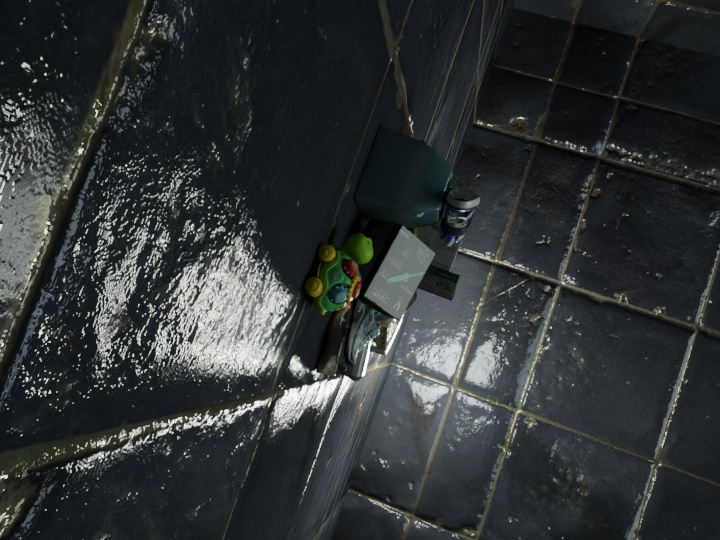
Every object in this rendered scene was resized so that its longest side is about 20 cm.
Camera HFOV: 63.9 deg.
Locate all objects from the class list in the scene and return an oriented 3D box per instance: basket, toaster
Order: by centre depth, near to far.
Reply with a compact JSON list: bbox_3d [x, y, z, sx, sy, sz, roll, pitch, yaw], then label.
[{"bbox_3d":[-0.027,0.235,1.666,0.200,0.113,0.130,16,90,-83],"label":"toaster"},{"bbox_3d":[0.057,0.153,1.887,0.200,0.135,0.124,-60,162,-48],"label":"basket"}]

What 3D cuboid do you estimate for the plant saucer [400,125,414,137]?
[{"bbox_3d":[0.119,-0.318,1.686,0.200,0.034,0.201,18,90,-79],"label":"plant saucer"}]

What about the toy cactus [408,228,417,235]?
[{"bbox_3d":[0.142,-0.185,1.610,0.102,0.164,0.201,-38,-111,60],"label":"toy cactus"}]

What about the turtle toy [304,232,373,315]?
[{"bbox_3d":[-0.041,0.006,1.253,0.146,0.101,0.201,73,37,-71],"label":"turtle toy"}]

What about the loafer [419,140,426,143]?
[{"bbox_3d":[0.182,-0.275,1.588,0.068,0.075,0.201,49,27,-47],"label":"loafer"}]

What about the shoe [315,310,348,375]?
[{"bbox_3d":[-0.064,0.188,1.557,0.070,0.053,0.201,4,105,-79],"label":"shoe"}]

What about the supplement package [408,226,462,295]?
[{"bbox_3d":[0.194,-0.033,1.709,0.200,0.155,0.111,95,19,-67],"label":"supplement package"}]

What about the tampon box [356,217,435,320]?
[{"bbox_3d":[0.062,-0.004,1.460,0.150,0.126,0.201,36,79,-38],"label":"tampon box"}]

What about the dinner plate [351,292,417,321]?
[{"bbox_3d":[0.066,0.083,1.684,0.200,0.199,0.024,-58,138,-51],"label":"dinner plate"}]

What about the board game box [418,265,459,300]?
[{"bbox_3d":[0.179,0.017,1.650,0.135,0.199,0.029,83,30,-65],"label":"board game box"}]

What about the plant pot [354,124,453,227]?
[{"bbox_3d":[0.121,-0.212,1.436,0.196,0.199,0.197,55,54,-76],"label":"plant pot"}]

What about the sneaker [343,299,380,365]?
[{"bbox_3d":[0.010,0.164,1.551,0.078,0.086,0.201,108,-3,-58],"label":"sneaker"}]

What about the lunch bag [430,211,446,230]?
[{"bbox_3d":[0.209,-0.098,1.893,0.128,0.199,0.170,59,41,-26],"label":"lunch bag"}]

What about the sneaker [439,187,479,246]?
[{"bbox_3d":[0.239,-0.122,1.426,0.200,0.080,0.147,-55,157,-72],"label":"sneaker"}]

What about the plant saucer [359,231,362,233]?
[{"bbox_3d":[0.000,0.000,1.615,0.200,0.037,0.201,13,96,-80],"label":"plant saucer"}]
